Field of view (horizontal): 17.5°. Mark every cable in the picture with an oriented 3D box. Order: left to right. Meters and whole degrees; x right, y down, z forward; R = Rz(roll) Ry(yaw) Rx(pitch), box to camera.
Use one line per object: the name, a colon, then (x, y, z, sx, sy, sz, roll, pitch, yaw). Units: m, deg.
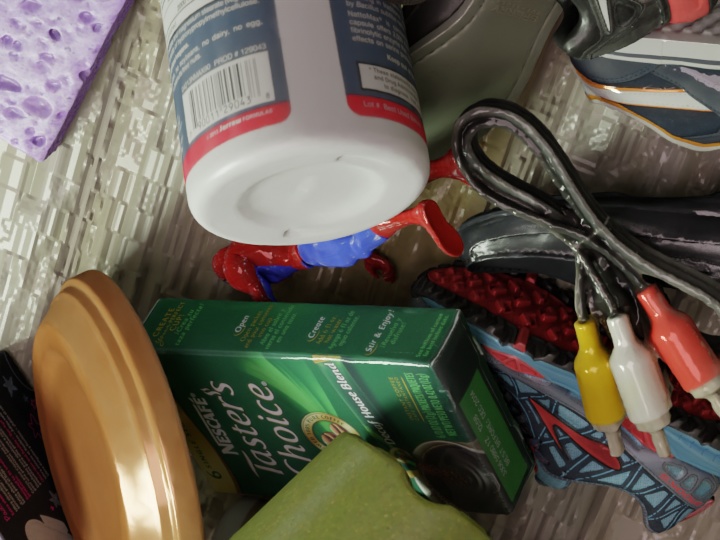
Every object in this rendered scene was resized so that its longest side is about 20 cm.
cable: (0.120, -0.001, 1.154, 0.097, 0.050, 0.201, -23, 111, 29)

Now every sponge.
sponge: (-0.173, -0.169, 1.268, 0.111, 0.030, 0.200, 34, 116, 3)

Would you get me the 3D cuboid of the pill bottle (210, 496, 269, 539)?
pill bottle: (0.012, 0.201, 1.307, 0.199, 0.111, 0.112, 13, 113, 12)

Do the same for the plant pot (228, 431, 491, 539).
plant pot: (-0.015, 0.191, 1.174, 0.200, 0.200, 0.184, 40, 81, -1)

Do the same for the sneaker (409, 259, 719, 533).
sneaker: (0.104, 0.074, 1.250, 0.199, 0.079, 0.096, 31, 118, 4)

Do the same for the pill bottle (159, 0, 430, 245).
pill bottle: (-0.038, -0.125, 1.155, 0.119, 0.119, 0.201, -18, 66, 22)

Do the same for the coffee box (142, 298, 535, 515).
coffee box: (-0.017, 0.073, 1.256, 0.199, 0.044, 0.123, 2, 136, 33)

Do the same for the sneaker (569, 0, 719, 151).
sneaker: (0.199, -0.103, 1.150, 0.199, 0.079, 0.080, 12, 147, 15)

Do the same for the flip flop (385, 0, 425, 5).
flip flop: (-0.005, -0.220, 1.108, 0.081, 0.057, 0.201, -37, 78, 30)

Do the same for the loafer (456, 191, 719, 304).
loafer: (0.147, -0.004, 1.207, 0.199, 0.068, 0.071, 0, 84, 14)

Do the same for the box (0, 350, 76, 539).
box: (-0.221, 0.175, 1.367, 0.132, 0.115, 0.201, -29, 99, 24)

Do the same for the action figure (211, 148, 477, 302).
action figure: (0.000, 0.000, 1.248, 0.199, 0.065, 0.099, -10, 128, 47)

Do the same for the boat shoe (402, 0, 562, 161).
boat shoe: (0.059, -0.134, 1.197, 0.071, 0.061, 0.201, 18, 124, -31)

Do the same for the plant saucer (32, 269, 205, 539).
plant saucer: (-0.137, 0.101, 1.280, 0.037, 0.200, 0.201, -15, 110, -21)

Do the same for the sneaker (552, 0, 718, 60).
sneaker: (0.080, -0.183, 1.083, 0.098, 0.071, 0.201, -35, 103, 0)
